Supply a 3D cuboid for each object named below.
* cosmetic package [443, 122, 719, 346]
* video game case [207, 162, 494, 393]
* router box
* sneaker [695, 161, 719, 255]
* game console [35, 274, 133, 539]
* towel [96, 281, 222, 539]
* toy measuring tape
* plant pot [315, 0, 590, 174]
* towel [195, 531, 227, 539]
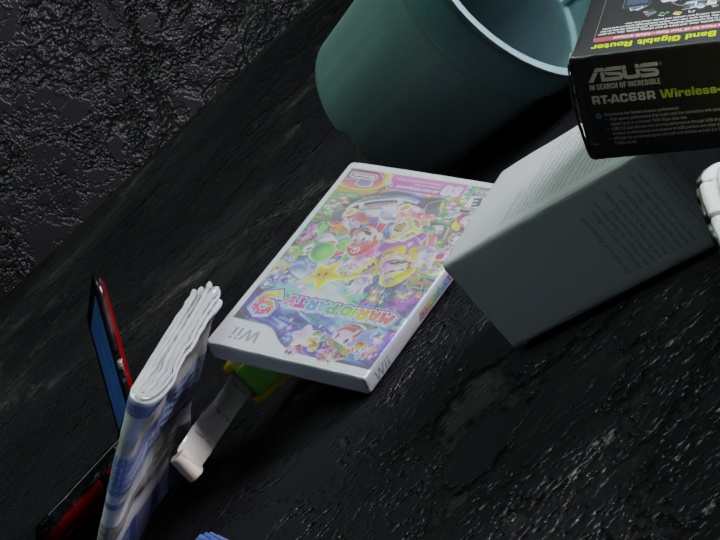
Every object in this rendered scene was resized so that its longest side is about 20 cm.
[{"bbox_3d":[0.150,-0.044,1.104,0.199,0.071,0.102,-30,18,43],"label":"cosmetic package"},{"bbox_3d":[0.000,0.000,1.388,0.142,0.018,0.200,11,49,35],"label":"video game case"},{"bbox_3d":[0.216,-0.128,0.989,0.198,0.062,0.150,-5,32,21],"label":"router box"},{"bbox_3d":[0.206,-0.008,0.848,0.090,0.078,0.200,-31,21,14],"label":"sneaker"},{"bbox_3d":[-0.228,0.119,1.534,0.172,0.119,0.200,-47,-2,-15],"label":"game console"},{"bbox_3d":[-0.147,0.121,1.389,0.147,0.024,0.201,-62,-9,-54],"label":"towel"},{"bbox_3d":[-0.066,0.069,1.410,0.073,0.074,0.200,-28,20,48],"label":"toy measuring tape"},{"bbox_3d":[0.073,-0.186,1.555,0.196,0.200,0.201,-41,11,43],"label":"plant pot"},{"bbox_3d":[-0.144,0.243,1.199,0.200,0.024,0.145,-47,12,-12],"label":"towel"}]
